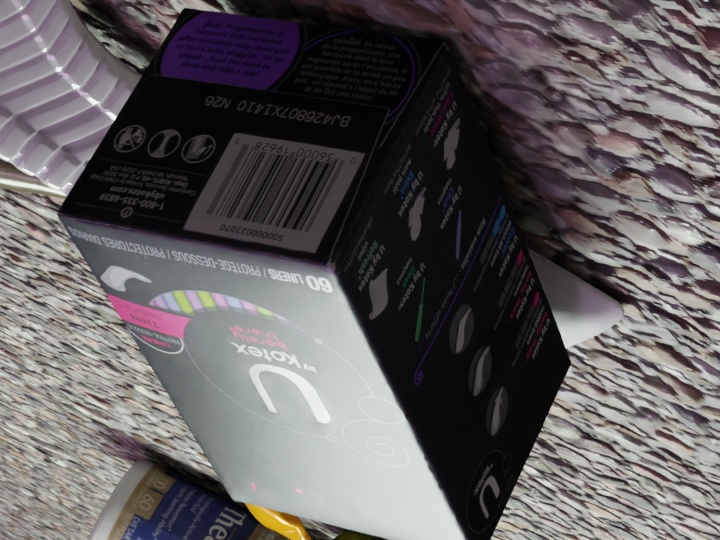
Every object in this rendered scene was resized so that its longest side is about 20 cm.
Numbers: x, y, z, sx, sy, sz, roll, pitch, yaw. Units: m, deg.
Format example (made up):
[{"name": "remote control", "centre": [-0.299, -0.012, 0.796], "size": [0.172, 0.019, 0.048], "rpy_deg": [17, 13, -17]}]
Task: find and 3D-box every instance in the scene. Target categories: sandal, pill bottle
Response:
[{"name": "sandal", "centre": [-0.146, -0.093, 0.922], "size": [0.203, 0.082, 0.050], "rpy_deg": [50, -171, -40]}, {"name": "pill bottle", "centre": [-0.104, 0.234, 1.709], "size": [0.199, 0.111, 0.111], "rpy_deg": [25, 163, 7]}]

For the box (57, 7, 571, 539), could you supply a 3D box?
[{"name": "box", "centre": [-0.011, 0.009, 0.866], "size": [0.122, 0.106, 0.200], "rpy_deg": [11, 148, 29]}]

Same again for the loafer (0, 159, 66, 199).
[{"name": "loafer", "centre": [-0.177, -0.063, 1.031], "size": [0.199, 0.070, 0.075], "rpy_deg": [28, 163, 4]}]

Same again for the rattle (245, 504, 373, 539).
[{"name": "rattle", "centre": [-0.081, 0.256, 1.587], "size": [0.143, 0.200, 0.130], "rpy_deg": [28, -157, -31]}]

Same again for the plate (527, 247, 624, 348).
[{"name": "plate", "centre": [0.000, 0.000, 1.015], "size": [0.200, 0.032, 0.200], "rpy_deg": [29, 162, -5]}]
